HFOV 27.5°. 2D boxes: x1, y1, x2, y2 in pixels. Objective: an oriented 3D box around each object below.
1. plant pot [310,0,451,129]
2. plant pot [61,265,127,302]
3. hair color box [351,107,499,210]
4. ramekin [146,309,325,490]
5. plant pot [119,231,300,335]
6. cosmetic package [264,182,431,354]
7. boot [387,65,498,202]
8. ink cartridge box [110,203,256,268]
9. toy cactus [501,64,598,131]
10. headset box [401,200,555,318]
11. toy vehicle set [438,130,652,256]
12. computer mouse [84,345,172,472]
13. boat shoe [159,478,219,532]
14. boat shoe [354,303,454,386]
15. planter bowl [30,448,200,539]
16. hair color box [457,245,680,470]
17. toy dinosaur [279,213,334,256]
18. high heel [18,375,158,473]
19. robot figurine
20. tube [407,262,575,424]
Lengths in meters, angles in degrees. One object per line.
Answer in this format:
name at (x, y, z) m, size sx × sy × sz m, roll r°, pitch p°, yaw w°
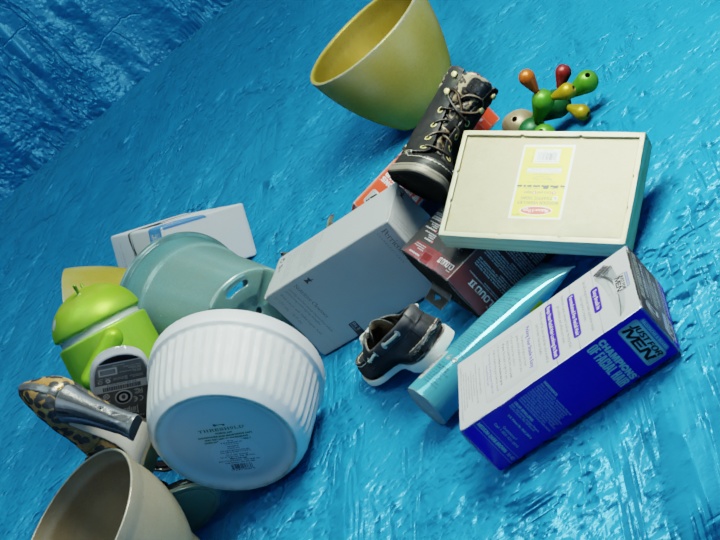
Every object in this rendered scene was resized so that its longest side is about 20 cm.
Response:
plant pot at (0.050, -0.284, 2.071) m, size 0.199 × 0.142 × 0.201 m, roll -38°, pitch 23°, yaw 19°
plant pot at (-0.331, 0.079, 2.109) m, size 0.140 × 0.202 × 0.200 m, roll -13°, pitch 24°, yaw -1°
hair color box at (0.078, -0.131, 1.830) m, size 0.200 × 0.064 × 0.111 m, roll -47°, pitch 0°, yaw -3°
ramekin at (-0.139, 0.148, 1.598) m, size 0.199 × 0.200 × 0.106 m, roll -32°, pitch 34°, yaw 29°
plant pot at (-0.177, 0.059, 1.841) m, size 0.201 × 0.200 × 0.195 m, roll -52°, pitch 30°, yaw -18°
cosmetic package at (0.000, 0.000, 1.717) m, size 0.199 × 0.113 × 0.081 m, roll -33°, pitch 25°, yaw 34°
boot at (0.097, -0.156, 1.673) m, size 0.152 × 0.073 × 0.200 m, roll -60°, pitch 0°, yaw 0°
ink cartridge box at (-0.271, -0.038, 2.233) m, size 0.144 × 0.085 × 0.199 m, roll -19°, pitch 7°, yaw -31°
toy cactus at (0.187, -0.166, 1.722) m, size 0.201 × 0.102 × 0.165 m, roll -54°, pitch 11°, yaw 5°
headset box at (0.142, -0.040, 1.576) m, size 0.200 × 0.077 × 0.149 m, roll -47°, pitch 22°, yaw -3°
toy vehicle set at (0.184, -0.080, 1.476) m, size 0.198 × 0.027 × 0.125 m, roll 4°, pitch 66°, yaw 28°
computer mouse at (-0.269, 0.157, 1.686) m, size 0.108 × 0.202 × 0.044 m, roll -9°, pitch 36°, yaw -14°
boat shoe at (-0.234, 0.276, 1.694) m, size 0.199 × 0.074 × 0.066 m, roll -42°, pitch 31°, yaw 33°
boat shoe at (0.032, 0.075, 1.554) m, size 0.074 × 0.060 × 0.200 m, roll -52°, pitch 10°, yaw -16°
planter bowl at (-0.251, 0.308, 1.561) m, size 0.200 × 0.134 × 0.201 m, roll -39°, pitch 33°, yaw 31°
hair color box at (0.181, 0.078, 1.313) m, size 0.200 × 0.065 × 0.110 m, roll -38°, pitch 22°, yaw 21°
toy dinosaur at (-0.055, -0.015, 1.933) m, size 0.088 × 0.048 × 0.200 m, roll -29°, pitch 22°, yaw 1°
high heel at (-0.301, 0.180, 1.644) m, size 0.201 × 0.141 × 0.072 m, roll 89°, pitch -157°, yaw -61°
robot figurine at (-0.294, 0.104, 1.768) m, size 0.115 × 0.201 × 0.175 m, roll -27°, pitch 2°, yaw -6°
tube at (0.130, 0.063, 1.460) m, size 0.200 × 0.050 × 0.077 m, roll -46°, pitch 20°, yaw -12°
